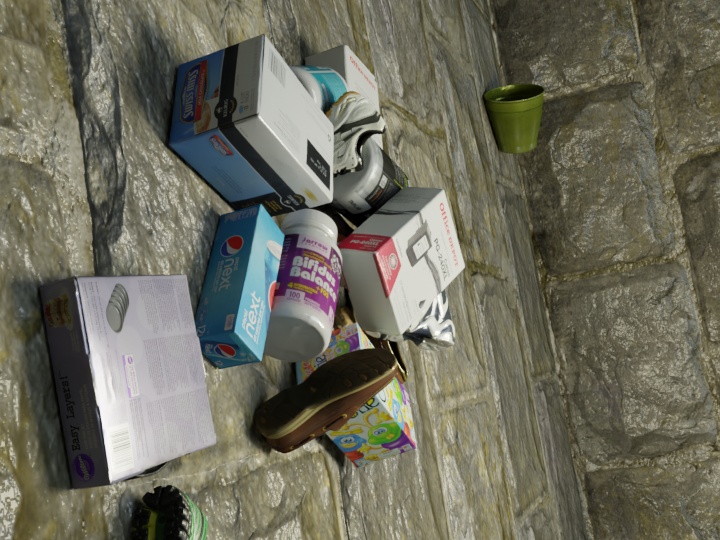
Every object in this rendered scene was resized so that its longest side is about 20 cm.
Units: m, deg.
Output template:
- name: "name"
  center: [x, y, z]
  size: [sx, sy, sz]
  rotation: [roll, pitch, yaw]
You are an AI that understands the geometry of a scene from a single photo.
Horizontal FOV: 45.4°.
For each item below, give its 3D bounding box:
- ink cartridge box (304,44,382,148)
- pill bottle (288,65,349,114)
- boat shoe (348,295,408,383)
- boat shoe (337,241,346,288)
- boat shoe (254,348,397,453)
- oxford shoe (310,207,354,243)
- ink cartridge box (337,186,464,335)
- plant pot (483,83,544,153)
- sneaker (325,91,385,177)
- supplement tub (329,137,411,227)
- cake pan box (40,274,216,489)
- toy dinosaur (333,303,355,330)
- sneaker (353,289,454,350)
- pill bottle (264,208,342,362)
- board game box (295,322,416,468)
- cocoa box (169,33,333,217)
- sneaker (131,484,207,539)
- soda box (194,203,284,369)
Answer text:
- name: "ink cartridge box"
  center: [-0.026, -0.266, 1.499]
  size: [0.144, 0.084, 0.202]
  rotation: [35, 47, -60]
- name: "pill bottle"
  center: [-0.082, -0.258, 1.321]
  size: [0.200, 0.110, 0.112]
  rotation: [-32, 109, -67]
- name: "boat shoe"
  center: [0.034, 0.101, 1.473]
  size: [0.072, 0.068, 0.202]
  rotation: [-33, 109, -67]
- name: "boat shoe"
  center: [0.000, 0.000, 1.349]
  size: [0.199, 0.071, 0.070]
  rotation: [-6, 48, -48]
- name: "boat shoe"
  center: [-0.039, 0.169, 1.121]
  size: [0.072, 0.199, 0.068]
  rotation: [50, -15, 52]
- name: "oxford shoe"
  center: [-0.027, -0.056, 1.409]
  size: [0.200, 0.071, 0.073]
  rotation: [24, 50, -65]
- name: "ink cartridge box"
  center: [0.065, -0.019, 1.314]
  size: [0.200, 0.083, 0.146]
  rotation: [-43, 125, -40]
- name: "plant pot"
  center: [0.519, -0.501, 2.873]
  size: [0.201, 0.199, 0.194]
  rotation: [-61, 147, -59]
- name: "sneaker"
  center: [-0.043, -0.161, 1.257]
  size: [0.088, 0.200, 0.076]
  rotation: [40, 12, 5]
- name: "supplement tub"
  center: [0.007, -0.137, 1.387]
  size: [0.200, 0.122, 0.124]
  rotation: [35, 47, -60]
- name: "cake pan box"
  center: [-0.223, 0.104, 0.858]
  size: [0.184, 0.052, 0.202]
  rotation: [-7, 85, -66]
- name: "toy dinosaur"
  center: [-0.019, 0.108, 1.354]
  size: [0.101, 0.058, 0.201]
  rotation: [-73, 144, -53]
- name: "sneaker"
  center: [0.074, 0.047, 1.424]
  size: [0.198, 0.079, 0.131]
  rotation: [16, 61, -26]
- name: "pill bottle"
  center: [-0.083, 0.014, 1.169]
  size: [0.113, 0.111, 0.201]
  rotation: [57, 29, -41]
- name: "board game box"
  center: [-0.005, 0.186, 1.261]
  size: [0.200, 0.102, 0.105]
  rotation: [56, 19, -44]
- name: "cocoa box"
  center: [-0.135, -0.176, 1.115]
  size: [0.200, 0.130, 0.134]
  rotation: [47, 37, -53]
- name: "sneaker"
  center: [-0.175, 0.315, 0.827]
  size: [0.085, 0.077, 0.201]
  rotation: [51, 34, -50]
- name: "soda box"
  center: [-0.149, 0.017, 1.070]
  size: [0.068, 0.064, 0.201]
  rotation: [55, 31, -44]
